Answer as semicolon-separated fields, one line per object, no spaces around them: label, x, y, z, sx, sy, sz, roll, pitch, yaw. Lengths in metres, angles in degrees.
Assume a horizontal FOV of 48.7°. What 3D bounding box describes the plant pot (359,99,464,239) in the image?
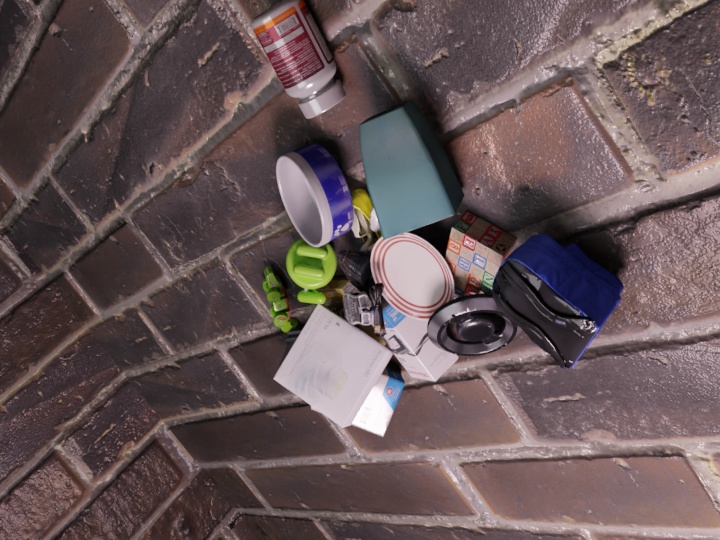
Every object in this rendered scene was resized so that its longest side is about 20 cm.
plant pot;0.082;-0.189;1.423;0.138;0.142;0.204;-18;103;20

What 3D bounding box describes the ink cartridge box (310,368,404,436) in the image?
ink cartridge box;-0.009;0.296;1.954;0.196;0.149;0.084;23;-172;-7

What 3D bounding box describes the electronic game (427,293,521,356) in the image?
electronic game;0.230;0.110;1.587;0.195;0.042;0.202;-2;141;-2

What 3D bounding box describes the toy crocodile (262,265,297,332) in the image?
toy crocodile;-0.214;0.079;2.089;0.068;0.060;0.204;-123;18;-58

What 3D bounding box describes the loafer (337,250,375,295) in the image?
loafer;0.000;0.000;1.739;0.071;0.074;0.201;30;167;17

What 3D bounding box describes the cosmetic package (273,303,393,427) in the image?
cosmetic package;-0.059;0.219;1.829;0.198;0.202;0.123;31;177;10

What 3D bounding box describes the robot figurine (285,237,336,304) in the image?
robot figurine;-0.110;-0.017;1.800;0.113;0.180;0.200;7;177;-2

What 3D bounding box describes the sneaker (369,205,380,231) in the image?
sneaker;0.064;-0.154;1.577;0.085;0.075;0.202;14;142;16

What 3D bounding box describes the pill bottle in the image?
pill bottle;-0.111;-0.393;1.469;0.108;0.110;0.203;-5;121;47

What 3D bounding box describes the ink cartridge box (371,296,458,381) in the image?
ink cartridge box;0.108;0.140;1.764;0.201;0.084;0.144;52;164;-10

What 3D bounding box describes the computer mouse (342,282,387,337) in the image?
computer mouse;0.013;0.078;1.696;0.199;0.043;0.113;-174;74;-69

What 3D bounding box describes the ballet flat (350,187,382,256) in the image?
ballet flat;0.018;-0.076;1.687;0.066;0.067;0.203;3;128;43

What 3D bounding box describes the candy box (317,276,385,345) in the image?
candy box;-0.029;0.111;1.931;0.114;0.055;0.203;-2;124;44

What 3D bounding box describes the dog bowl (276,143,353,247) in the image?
dog bowl;-0.096;-0.157;1.659;0.201;0.078;0.203;49;153;35

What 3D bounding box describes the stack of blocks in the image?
stack of blocks;0.224;-0.003;1.555;0.114;0.059;0.202;31;142;20

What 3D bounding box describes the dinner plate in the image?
dinner plate;0.107;0.009;1.605;0.197;0.024;0.204;20;128;28

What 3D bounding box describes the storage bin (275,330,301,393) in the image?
storage bin;-0.126;0.252;2.082;0.145;0.136;0.198;41;150;-28

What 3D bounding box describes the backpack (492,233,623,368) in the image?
backpack;0.337;0.039;1.387;0.199;0.167;0.164;37;142;17

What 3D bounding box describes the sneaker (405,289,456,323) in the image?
sneaker;0.179;0.077;1.665;0.198;0.079;0.075;33;142;15
